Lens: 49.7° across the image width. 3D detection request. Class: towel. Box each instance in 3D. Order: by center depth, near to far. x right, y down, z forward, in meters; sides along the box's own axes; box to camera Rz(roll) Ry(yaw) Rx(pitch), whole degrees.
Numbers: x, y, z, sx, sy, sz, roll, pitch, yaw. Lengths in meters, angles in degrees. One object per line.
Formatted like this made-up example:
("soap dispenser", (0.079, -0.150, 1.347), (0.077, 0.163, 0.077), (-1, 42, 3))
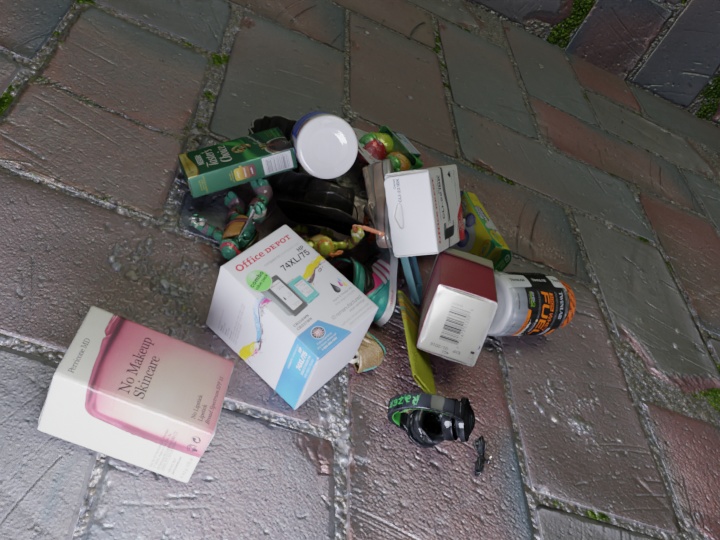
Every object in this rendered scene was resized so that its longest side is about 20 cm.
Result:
("towel", (0.094, 0.128, 1.350), (0.086, 0.018, 0.201), (50, 21, -38))

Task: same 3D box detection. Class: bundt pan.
("bundt pan", (-0.145, -0.227, 1.581), (0.200, 0.076, 0.203), (20, 37, -16))

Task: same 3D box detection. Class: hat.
("hat", (-0.061, -0.127, 1.427), (0.199, 0.200, 0.082), (17, 82, -19))

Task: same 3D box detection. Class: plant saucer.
("plant saucer", (0.087, -0.033, 1.456), (0.019, 0.202, 0.070), (-7, 33, 14))

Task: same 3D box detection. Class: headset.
("headset", (0.127, 0.248, 1.195), (0.199, 0.123, 0.095), (29, 56, -34))

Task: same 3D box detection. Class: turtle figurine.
("turtle figurine", (-0.216, -0.080, 1.338), (0.148, 0.102, 0.201), (-7, 32, 14))
("turtle figurine", (-0.063, -0.047, 1.374), (0.197, 0.065, 0.161), (-9, 9, -11))

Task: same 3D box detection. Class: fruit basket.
("fruit basket", (0.051, -0.264, 1.739), (0.186, 0.094, 0.199), (51, 20, 26))

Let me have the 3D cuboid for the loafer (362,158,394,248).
("loafer", (0.033, -0.122, 1.454), (0.062, 0.072, 0.202), (-7, 53, 13))

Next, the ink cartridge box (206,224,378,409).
("ink cartridge box", (-0.107, 0.068, 1.174), (0.200, 0.147, 0.146), (41, 49, 14))

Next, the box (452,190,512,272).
("box", (0.234, -0.057, 1.627), (0.048, 0.118, 0.201), (9, 40, -38))

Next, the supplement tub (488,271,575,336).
("supplement tub", (0.322, 0.066, 1.529), (0.198, 0.123, 0.123), (1, 45, -35))

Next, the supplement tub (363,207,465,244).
("supplement tub", (0.109, -0.098, 1.578), (0.198, 0.123, 0.123), (-6, 49, -41))

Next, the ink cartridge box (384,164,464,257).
("ink cartridge box", (0.119, -0.111, 1.400), (0.083, 0.146, 0.200), (-5, 8, 23))

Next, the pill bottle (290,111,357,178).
("pill bottle", (-0.073, -0.237, 1.442), (0.111, 0.113, 0.200), (21, 10, -14))

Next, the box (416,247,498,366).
("box", (0.171, 0.058, 1.382), (0.108, 0.129, 0.200), (17, 22, 0))

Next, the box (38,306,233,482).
("box", (-0.278, 0.155, 0.978), (0.198, 0.109, 0.129), (23, 36, -12))

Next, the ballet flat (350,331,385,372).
("ballet flat", (-0.047, 0.094, 1.293), (0.072, 0.068, 0.200), (-35, 74, -32))

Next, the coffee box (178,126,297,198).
("coffee box", (-0.224, -0.199, 1.412), (0.198, 0.044, 0.123), (-18, 33, -11))

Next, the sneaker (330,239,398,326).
("sneaker", (0.000, 0.000, 1.414), (0.120, 0.084, 0.201), (26, 39, -22))
